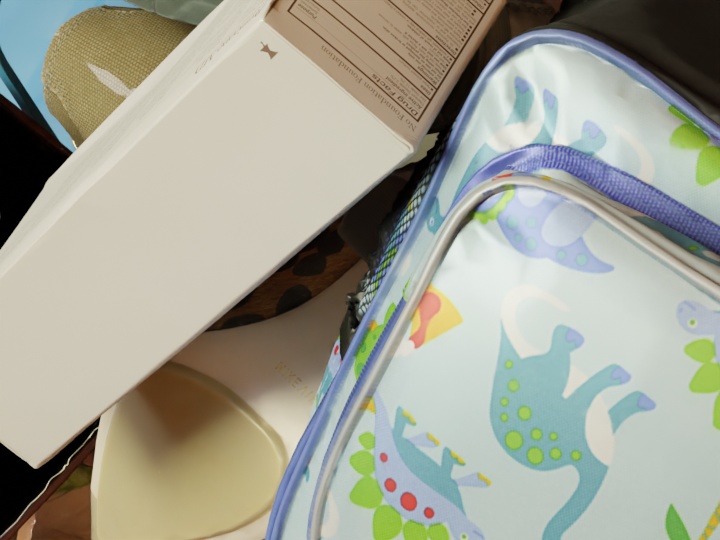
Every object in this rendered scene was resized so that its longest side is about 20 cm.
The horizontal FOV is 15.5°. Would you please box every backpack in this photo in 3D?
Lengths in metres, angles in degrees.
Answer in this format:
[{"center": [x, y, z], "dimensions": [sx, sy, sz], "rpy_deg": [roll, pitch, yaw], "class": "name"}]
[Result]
[{"center": [0.070, 0.054, 0.619], "dimensions": [0.183, 0.147, 0.200], "rpy_deg": [32, 120, 10], "class": "backpack"}]

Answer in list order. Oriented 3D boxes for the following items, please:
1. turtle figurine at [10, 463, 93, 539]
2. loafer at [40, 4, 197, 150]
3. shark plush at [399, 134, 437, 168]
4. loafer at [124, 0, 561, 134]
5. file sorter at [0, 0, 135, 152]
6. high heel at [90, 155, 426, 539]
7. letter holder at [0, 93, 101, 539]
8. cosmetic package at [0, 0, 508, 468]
[{"center": [-0.165, 0.154, 0.927], "dimensions": [0.144, 0.199, 0.195], "rpy_deg": [131, 152, -75], "class": "turtle figurine"}, {"center": [-0.048, -0.050, 0.845], "dimensions": [0.067, 0.200, 0.076], "rpy_deg": [36, 87, 10], "class": "loafer"}, {"center": [0.000, 0.000, 0.857], "dimensions": [0.083, 0.091, 0.201], "rpy_deg": [-100, 30, -60], "class": "shark plush"}, {"center": [-0.031, -0.103, 0.741], "dimensions": [0.200, 0.063, 0.072], "rpy_deg": [37, 120, 22], "class": "loafer"}, {"center": [-0.160, -0.120, 0.955], "dimensions": [0.199, 0.123, 0.139], "rpy_deg": [14, 63, 28], "class": "file sorter"}, {"center": [0.007, 0.016, 0.783], "dimensions": [0.072, 0.142, 0.200], "rpy_deg": [53, 130, 9], "class": "high heel"}, {"center": [-0.152, 0.057, 0.836], "dimensions": [0.200, 0.100, 0.142], "rpy_deg": [-46, 25, 10], "class": "letter holder"}, {"center": [-0.039, -0.025, 0.674], "dimensions": [0.200, 0.051, 0.083], "rpy_deg": [-38, 14, 50], "class": "cosmetic package"}]
